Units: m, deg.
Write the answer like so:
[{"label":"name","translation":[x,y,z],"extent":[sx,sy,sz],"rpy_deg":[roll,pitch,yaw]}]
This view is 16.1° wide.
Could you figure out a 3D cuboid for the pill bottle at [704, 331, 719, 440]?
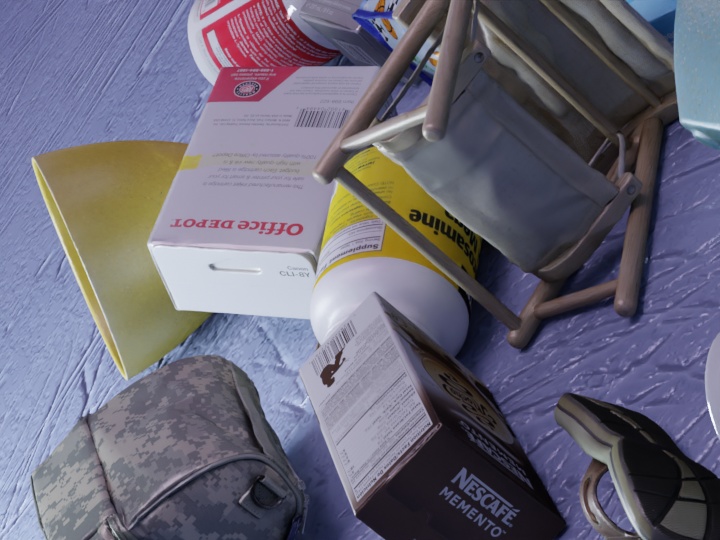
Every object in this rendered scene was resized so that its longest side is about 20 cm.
[{"label":"pill bottle","translation":[0.276,0.041,1.272],"extent":[0.199,0.116,0.116],"rpy_deg":[-25,34,45]}]

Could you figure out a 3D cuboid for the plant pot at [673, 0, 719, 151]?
[{"label":"plant pot","translation":[0.289,-0.136,1.427],"extent":[0.201,0.195,0.196],"rpy_deg":[-61,25,-4]}]

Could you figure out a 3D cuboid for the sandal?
[{"label":"sandal","translation":[0.156,0.125,1.433],"extent":[0.058,0.079,0.201],"rpy_deg":[-65,15,9]}]

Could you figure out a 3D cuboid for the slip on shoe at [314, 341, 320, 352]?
[{"label":"slip on shoe","translation":[0.000,0.000,1.891],"extent":[0.076,0.061,0.201],"rpy_deg":[-18,39,51]}]

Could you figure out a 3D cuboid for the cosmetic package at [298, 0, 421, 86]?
[{"label":"cosmetic package","translation":[0.054,-0.263,2.137],"extent":[0.201,0.090,0.107],"rpy_deg":[-57,33,-7]}]

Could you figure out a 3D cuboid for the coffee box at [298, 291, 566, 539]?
[{"label":"coffee box","translation":[0.041,0.110,1.594],"extent":[0.080,0.113,0.200],"rpy_deg":[-46,25,9]}]

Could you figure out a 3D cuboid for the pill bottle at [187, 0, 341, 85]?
[{"label":"pill bottle","translation":[-0.056,-0.236,2.269],"extent":[0.199,0.112,0.113],"rpy_deg":[-24,35,45]}]

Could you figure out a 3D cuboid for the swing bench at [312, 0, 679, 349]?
[{"label":"swing bench","translation":[0.108,-0.094,1.662],"extent":[0.129,0.199,0.201],"rpy_deg":[-18,39,51]}]

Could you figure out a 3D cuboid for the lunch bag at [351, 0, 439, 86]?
[{"label":"lunch bag","translation":[0.106,-0.224,1.955],"extent":[0.171,0.124,0.200],"rpy_deg":[-55,15,-7]}]

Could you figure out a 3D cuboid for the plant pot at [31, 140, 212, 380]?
[{"label":"plant pot","translation":[-0.171,-0.028,2.117],"extent":[0.141,0.201,0.200],"rpy_deg":[-23,22,-9]}]

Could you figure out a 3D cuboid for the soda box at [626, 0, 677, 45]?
[{"label":"soda box","translation":[0.230,-0.178,1.727],"extent":[0.199,0.064,0.068],"rpy_deg":[-22,39,43]}]

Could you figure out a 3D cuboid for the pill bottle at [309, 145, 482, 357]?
[{"label":"pill bottle","translation":[0.026,0.002,1.775],"extent":[0.112,0.112,0.201],"rpy_deg":[-32,33,36]}]

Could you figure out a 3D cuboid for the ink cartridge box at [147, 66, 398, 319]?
[{"label":"ink cartridge box","translation":[-0.065,-0.063,2.000],"extent":[0.144,0.084,0.201],"rpy_deg":[3,49,22]}]

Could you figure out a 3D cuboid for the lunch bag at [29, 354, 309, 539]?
[{"label":"lunch bag","translation":[-0.125,0.160,1.783],"extent":[0.168,0.139,0.200],"rpy_deg":[-47,24,9]}]
